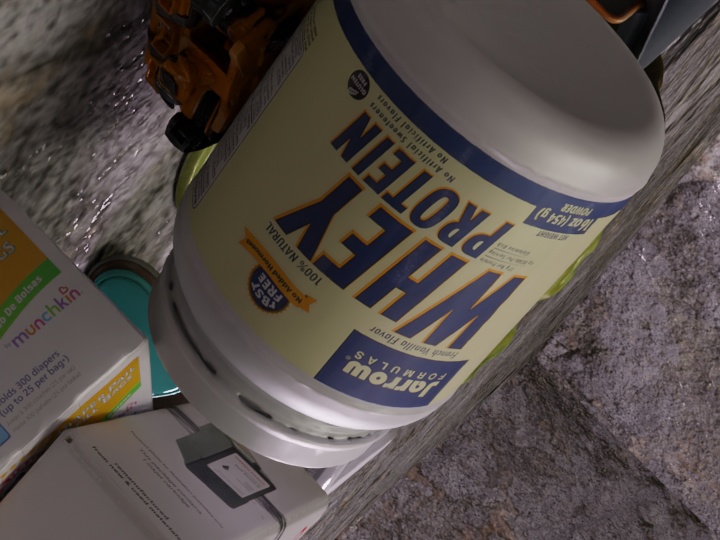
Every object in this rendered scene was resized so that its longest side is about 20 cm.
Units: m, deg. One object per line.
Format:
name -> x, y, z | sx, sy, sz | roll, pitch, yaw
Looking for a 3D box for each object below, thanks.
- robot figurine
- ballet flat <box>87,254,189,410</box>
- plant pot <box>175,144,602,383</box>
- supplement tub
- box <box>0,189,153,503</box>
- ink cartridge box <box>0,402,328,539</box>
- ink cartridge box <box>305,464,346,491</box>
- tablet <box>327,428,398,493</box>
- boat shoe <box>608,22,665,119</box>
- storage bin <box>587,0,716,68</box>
robot figurine -> -0.020, -0.134, 0.643 | 0.200, 0.058, 0.145 | -40, 167, -29
ballet flat -> -0.112, 0.064, 0.861 | 0.064, 0.067, 0.201 | -73, 154, -55
plant pot -> 0.030, -0.041, 0.832 | 0.200, 0.184, 0.200 | -44, 169, -11
supplement tub -> 0.012, -0.027, 0.605 | 0.200, 0.145, 0.145 | -51, 168, 31
box -> -0.169, 0.064, 0.687 | 0.112, 0.101, 0.200 | -42, 168, -20
ink cartridge box -> -0.113, 0.143, 0.686 | 0.146, 0.084, 0.200 | -48, 169, 9
ink cartridge box -> -0.010, 0.093, 1.032 | 0.163, 0.057, 0.200 | -57, -179, 43
tablet -> -0.039, 0.163, 1.159 | 0.200, 0.014, 0.130 | -40, -171, 18
boat shoe -> 0.144, -0.102, 0.911 | 0.066, 0.072, 0.201 | -47, -172, 31
storage bin -> 0.147, -0.215, 0.773 | 0.145, 0.134, 0.200 | -43, 168, -15
